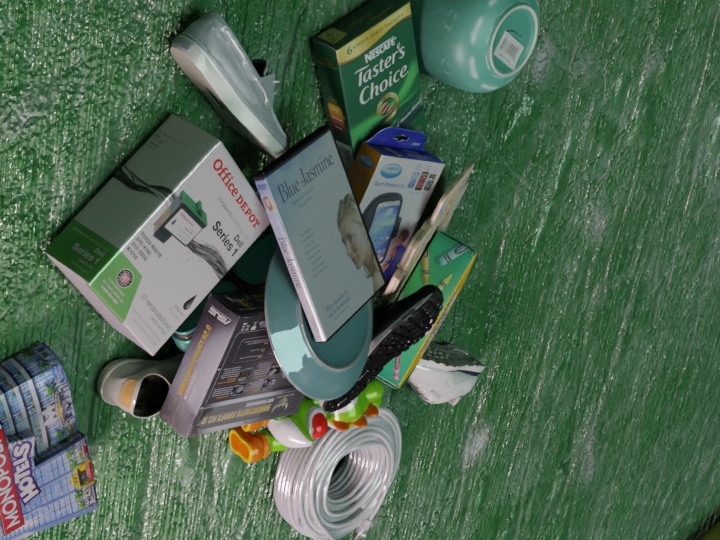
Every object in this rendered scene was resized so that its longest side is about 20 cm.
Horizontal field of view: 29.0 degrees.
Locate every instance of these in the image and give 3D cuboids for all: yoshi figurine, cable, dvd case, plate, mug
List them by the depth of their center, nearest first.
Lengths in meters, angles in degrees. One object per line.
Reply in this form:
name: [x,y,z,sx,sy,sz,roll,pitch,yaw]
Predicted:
dvd case: [-0.040,-0.042,1.518,0.143,0.018,0.200,-43,119,-49]
plate: [-0.036,0.044,1.548,0.200,0.026,0.201,13,74,-53]
mug: [0.151,-0.295,1.654,0.185,0.114,0.152,-32,135,-32]
yoshi figurine: [-0.071,0.162,1.737,0.200,0.112,0.112,-13,83,-28]
cable: [-0.027,0.262,1.852,0.200,0.069,0.200,-57,142,-7]

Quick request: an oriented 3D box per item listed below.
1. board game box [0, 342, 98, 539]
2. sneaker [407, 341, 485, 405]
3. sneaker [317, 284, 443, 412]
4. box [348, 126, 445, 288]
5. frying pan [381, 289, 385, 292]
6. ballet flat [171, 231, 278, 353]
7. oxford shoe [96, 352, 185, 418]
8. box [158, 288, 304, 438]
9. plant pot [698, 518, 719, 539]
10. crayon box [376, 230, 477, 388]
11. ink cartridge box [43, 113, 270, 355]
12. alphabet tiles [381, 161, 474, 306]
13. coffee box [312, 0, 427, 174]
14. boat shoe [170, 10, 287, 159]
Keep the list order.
board game box: [-0.375,0.205,1.413,0.200,0.062,0.200,-31,134,-35]
sneaker: [0.098,0.145,1.923,0.200,0.076,0.081,17,110,-51]
sneaker: [0.005,0.072,1.671,0.200,0.088,0.076,-41,154,2]
box: [0.022,-0.072,1.650,0.119,0.041,0.200,2,121,-48]
frying pan: [-0.012,0.011,1.741,0.115,0.031,0.190,-46,138,-17]
ballet flat: [-0.129,0.028,1.583,0.200,0.067,0.070,-40,138,-15]
oxford shoe: [-0.205,0.130,1.567,0.200,0.058,0.075,0,111,-51]
box: [-0.117,0.097,1.556,0.200,0.048,0.159,-6,126,-55]
plant pot: [0.787,0.614,2.968,0.200,0.187,0.187,-53,145,-35]
crayon box: [0.077,0.052,1.781,0.200,0.058,0.119,-60,173,-1]
ink cartridge box: [-0.203,-0.038,1.435,0.200,0.084,0.146,-49,142,-14]
alphabet tiles: [0.082,-0.041,1.743,0.200,0.015,0.196,-50,167,-56]
coffee box: [0.014,-0.206,1.611,0.123,0.044,0.200,-36,138,-28]
boat shoe: [-0.118,-0.190,1.446,0.072,0.070,0.201,-50,140,-9]
